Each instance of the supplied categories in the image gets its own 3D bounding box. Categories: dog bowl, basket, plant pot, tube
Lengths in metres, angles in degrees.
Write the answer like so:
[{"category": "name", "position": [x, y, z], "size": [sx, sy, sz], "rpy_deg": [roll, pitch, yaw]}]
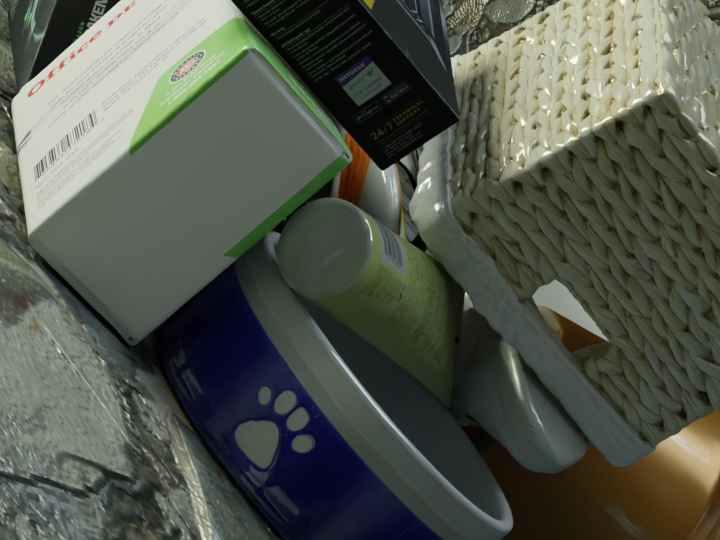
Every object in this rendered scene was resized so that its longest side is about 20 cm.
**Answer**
[{"category": "dog bowl", "position": [-0.013, 0.080, 1.204], "size": [0.200, 0.079, 0.200], "rpy_deg": [50, 7, -8]}, {"category": "basket", "position": [0.150, -0.039, 1.292], "size": [0.198, 0.161, 0.200], "rpy_deg": [49, 24, -21]}, {"category": "plant pot", "position": [0.134, 0.125, 1.428], "size": [0.183, 0.200, 0.200], "rpy_deg": [42, 10, -24]}, {"category": "tube", "position": [0.017, 0.015, 1.204], "size": [0.052, 0.058, 0.200], "rpy_deg": [48, 7, 26]}]

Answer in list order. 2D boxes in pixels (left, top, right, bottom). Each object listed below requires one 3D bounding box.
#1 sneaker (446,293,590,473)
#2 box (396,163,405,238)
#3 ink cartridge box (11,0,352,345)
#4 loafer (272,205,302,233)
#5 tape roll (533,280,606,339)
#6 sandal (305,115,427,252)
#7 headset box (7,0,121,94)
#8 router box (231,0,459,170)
[{"category": "sneaker", "position": [0.069, 0.066, 1.321], "size": [0.075, 0.088, 0.200], "rpy_deg": [49, 12, -27]}, {"category": "box", "position": [0.002, -0.045, 1.667], "size": [0.117, 0.048, 0.201], "rpy_deg": [50, 30, -74]}, {"category": "ink cartridge box", "position": [-0.098, -0.073, 1.192], "size": [0.084, 0.145, 0.200], "rpy_deg": [47, 8, -24]}, {"category": "loafer", "position": [-0.049, -0.068, 1.322], "size": [0.073, 0.071, 0.201], "rpy_deg": [154, -63, -70]}, {"category": "tape roll", "position": [0.152, 0.095, 1.658], "size": [0.139, 0.203, 0.203], "rpy_deg": [53, 8, 23]}, {"category": "sandal", "position": [0.012, -0.047, 1.331], "size": [0.059, 0.079, 0.207], "rpy_deg": [11, 19, -15]}, {"category": "headset box", "position": [-0.136, -0.187, 1.369], "size": [0.092, 0.175, 0.200], "rpy_deg": [17, 17, -16]}, {"category": "router box", "position": [-0.020, -0.167, 1.200], "size": [0.157, 0.052, 0.200], "rpy_deg": [48, 20, -27]}]
